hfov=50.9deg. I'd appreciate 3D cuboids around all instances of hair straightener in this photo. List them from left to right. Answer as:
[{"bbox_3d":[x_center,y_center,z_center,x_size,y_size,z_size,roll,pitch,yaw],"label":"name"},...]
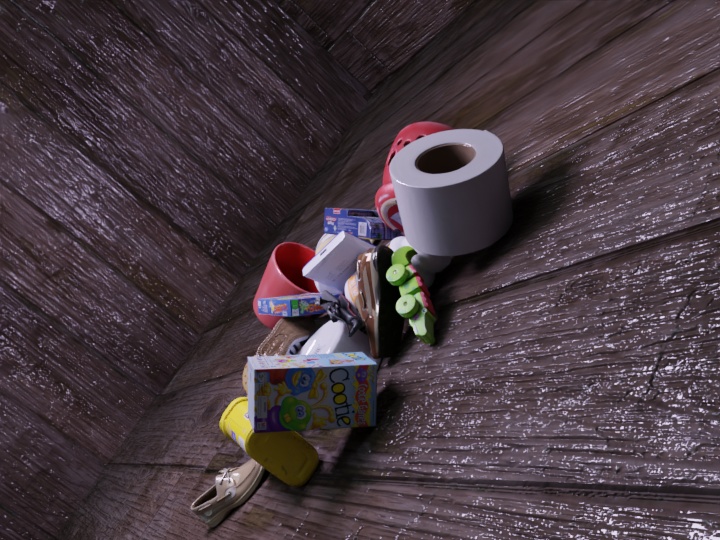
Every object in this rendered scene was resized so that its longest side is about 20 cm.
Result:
[{"bbox_3d":[-0.050,0.078,1.385,0.200,0.076,0.041,-127,53,-68],"label":"hair straightener"}]

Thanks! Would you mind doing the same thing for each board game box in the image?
[{"bbox_3d":[-0.122,0.070,1.591,0.199,0.134,0.035,-3,92,64],"label":"board game box"},{"bbox_3d":[-0.081,0.197,1.233,0.105,0.197,0.105,-160,70,-75],"label":"board game box"},{"bbox_3d":[0.051,-0.103,1.698,0.199,0.198,0.063,11,100,56],"label":"board game box"}]

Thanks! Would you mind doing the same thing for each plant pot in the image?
[{"bbox_3d":[-0.185,0.055,1.998,0.178,0.199,0.201,-52,11,29],"label":"plant pot"},{"bbox_3d":[0.137,-0.170,1.550,0.200,0.199,0.184,-27,36,57],"label":"plant pot"}]

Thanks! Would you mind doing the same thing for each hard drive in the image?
[{"bbox_3d":[0.000,0.000,1.530,0.132,0.199,0.026,-41,42,30],"label":"hard drive"}]

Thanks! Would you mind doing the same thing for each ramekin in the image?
[{"bbox_3d":[-0.058,0.188,1.431,0.201,0.097,0.201,-46,14,15],"label":"ramekin"}]

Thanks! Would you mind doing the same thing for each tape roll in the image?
[{"bbox_3d":[0.160,-0.138,1.321,0.200,0.140,0.204,-11,33,7],"label":"tape roll"}]

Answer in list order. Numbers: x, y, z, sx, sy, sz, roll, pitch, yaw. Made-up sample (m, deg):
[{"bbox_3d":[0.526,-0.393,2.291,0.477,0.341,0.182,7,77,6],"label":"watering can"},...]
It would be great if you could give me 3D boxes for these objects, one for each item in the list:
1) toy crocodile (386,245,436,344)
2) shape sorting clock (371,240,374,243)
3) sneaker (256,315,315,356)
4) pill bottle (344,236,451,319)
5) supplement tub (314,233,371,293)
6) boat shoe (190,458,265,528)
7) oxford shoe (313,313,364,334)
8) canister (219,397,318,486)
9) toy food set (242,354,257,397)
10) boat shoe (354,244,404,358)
[{"bbox_3d":[0.093,0.042,1.300,0.061,0.068,0.201,-30,42,14],"label":"toy crocodile"},{"bbox_3d":[-0.001,-0.076,2.035,0.200,0.039,0.200,-45,16,17],"label":"shape sorting clock"},{"bbox_3d":[-0.157,0.172,1.522,0.200,0.069,0.110,-45,-27,-57],"label":"sneaker"},{"bbox_3d":[0.071,0.008,1.447,0.200,0.116,0.117,-42,16,30],"label":"pill bottle"},{"bbox_3d":[-0.037,-0.009,1.760,0.145,0.144,0.200,-46,14,14],"label":"supplement tub"},{"bbox_3d":[-0.261,0.431,1.505,0.200,0.065,0.072,-45,15,19],"label":"boat shoe"},{"bbox_3d":[-0.071,0.126,1.614,0.198,0.076,0.058,-26,9,9],"label":"oxford shoe"},{"bbox_3d":[-0.165,0.307,1.364,0.087,0.148,0.200,-53,17,-13],"label":"canister"},{"bbox_3d":[-0.188,0.267,1.581,0.197,0.048,0.203,-12,61,46],"label":"toy food set"},{"bbox_3d":[0.029,0.058,1.370,0.073,0.075,0.203,-9,79,42],"label":"boat shoe"}]
